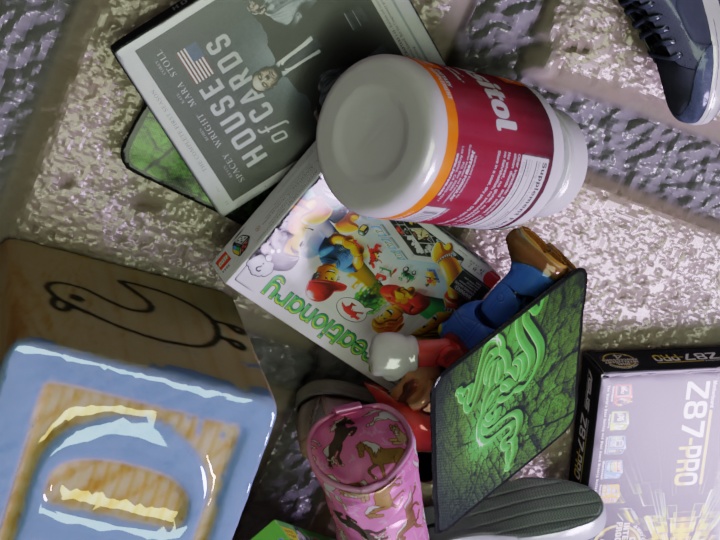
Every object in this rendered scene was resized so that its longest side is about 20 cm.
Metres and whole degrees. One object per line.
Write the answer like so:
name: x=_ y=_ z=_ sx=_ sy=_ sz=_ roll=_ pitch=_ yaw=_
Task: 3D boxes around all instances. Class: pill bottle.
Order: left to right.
pill bottle: x=0.072 y=-0.087 z=1.243 sx=0.200 sy=0.113 sz=0.113 roll=4 pitch=113 yaw=-49

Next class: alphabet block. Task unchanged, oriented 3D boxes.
alphabet block: x=-0.190 y=0.117 z=1.240 sx=0.195 sy=0.200 sz=0.197 roll=16 pitch=106 yaw=-20

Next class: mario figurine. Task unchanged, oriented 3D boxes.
mario figurine: x=0.069 y=0.049 z=1.307 sx=0.123 sy=0.106 sz=0.200 roll=39 pitch=98 yaw=-23

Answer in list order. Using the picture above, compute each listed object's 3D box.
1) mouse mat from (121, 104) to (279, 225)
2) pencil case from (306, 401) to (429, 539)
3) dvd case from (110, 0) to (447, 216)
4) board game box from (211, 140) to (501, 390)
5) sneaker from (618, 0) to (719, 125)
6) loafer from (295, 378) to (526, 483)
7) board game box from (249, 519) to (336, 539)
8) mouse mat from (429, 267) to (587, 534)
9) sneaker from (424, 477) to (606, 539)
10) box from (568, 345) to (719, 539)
mouse mat: x=-0.057 y=-0.106 z=1.286 sx=0.200 sy=0.008 sz=0.161 roll=26 pitch=102 yaw=-23
pencil case: x=0.013 y=0.184 z=1.292 sx=0.083 sy=0.086 sz=0.200 roll=-47 pitch=146 yaw=-28
dvd case: x=-0.055 y=-0.151 z=1.243 sx=0.200 sy=0.025 sz=0.150 roll=-33 pitch=115 yaw=-2
board game box: x=0.000 y=0.000 z=1.309 sx=0.126 sy=0.035 sz=0.200 roll=-49 pitch=129 yaw=8
sneaker: x=0.192 y=-0.196 z=1.276 sx=0.146 sy=0.077 sz=0.203 roll=-15 pitch=104 yaw=-21
loafer: x=0.040 y=0.144 z=1.373 sx=0.200 sy=0.063 sz=0.072 roll=17 pitch=142 yaw=-17
board game box: x=-0.078 y=0.256 z=1.345 sx=0.135 sy=0.029 sz=0.200 roll=-41 pitch=159 yaw=3
mouse mat: x=0.111 y=0.101 z=1.302 sx=0.161 sy=0.008 sz=0.200 roll=-36 pitch=145 yaw=-25
sneaker: x=0.105 y=0.223 z=1.425 sx=0.200 sy=0.073 sz=0.071 roll=-11 pitch=128 yaw=10
box: x=0.257 y=0.163 z=1.455 sx=0.161 sy=0.049 sz=0.200 roll=-1 pitch=112 yaw=-16
